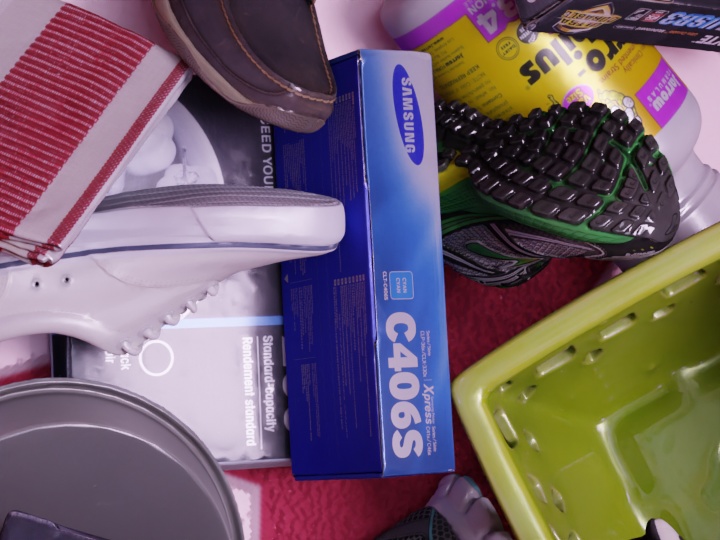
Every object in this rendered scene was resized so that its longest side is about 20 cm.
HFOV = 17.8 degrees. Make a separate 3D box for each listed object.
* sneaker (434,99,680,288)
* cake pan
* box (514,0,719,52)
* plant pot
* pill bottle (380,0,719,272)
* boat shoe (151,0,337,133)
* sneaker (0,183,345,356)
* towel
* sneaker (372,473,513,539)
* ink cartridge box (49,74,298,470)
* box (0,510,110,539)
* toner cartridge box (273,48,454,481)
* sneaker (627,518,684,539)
[{"bbox_3d":[0.086,-0.033,1.134,0.078,0.199,0.085,-43,120,-23],"label":"sneaker"},{"bbox_3d":[-0.146,0.153,1.096,0.199,0.037,0.202,-4,102,-19],"label":"cake pan"},{"bbox_3d":[0.133,-0.214,1.184,0.198,0.050,0.201,-2,69,-45],"label":"box"},{"bbox_3d":[0.182,0.097,1.140,0.199,0.181,0.200,-29,80,8],"label":"plant pot"},{"bbox_3d":[0.109,-0.092,1.202,0.104,0.104,0.200,-44,101,-18],"label":"pill bottle"},{"bbox_3d":[-0.060,-0.154,1.108,0.074,0.073,0.201,5,45,-44],"label":"boat shoe"},{"bbox_3d":[-0.104,0.001,1.076,0.198,0.073,0.071,-6,101,-2],"label":"sneaker"},{"bbox_3d":[-0.195,-0.090,1.067,0.199,0.023,0.144,25,52,8],"label":"towel"},{"bbox_3d":[0.058,0.196,1.138,0.091,0.200,0.078,-27,134,-7],"label":"sneaker"},{"bbox_3d":[-0.060,0.001,1.164,0.199,0.043,0.200,-2,86,-22],"label":"ink cartridge box"},{"bbox_3d":[-0.082,0.230,0.988,0.195,0.117,0.201,16,79,5],"label":"box"},{"bbox_3d":[0.000,0.000,1.115,0.043,0.095,0.202,-1,85,-30],"label":"toner cartridge box"},{"bbox_3d":[0.083,0.171,0.987,0.199,0.076,0.088,-19,69,-42],"label":"sneaker"}]
